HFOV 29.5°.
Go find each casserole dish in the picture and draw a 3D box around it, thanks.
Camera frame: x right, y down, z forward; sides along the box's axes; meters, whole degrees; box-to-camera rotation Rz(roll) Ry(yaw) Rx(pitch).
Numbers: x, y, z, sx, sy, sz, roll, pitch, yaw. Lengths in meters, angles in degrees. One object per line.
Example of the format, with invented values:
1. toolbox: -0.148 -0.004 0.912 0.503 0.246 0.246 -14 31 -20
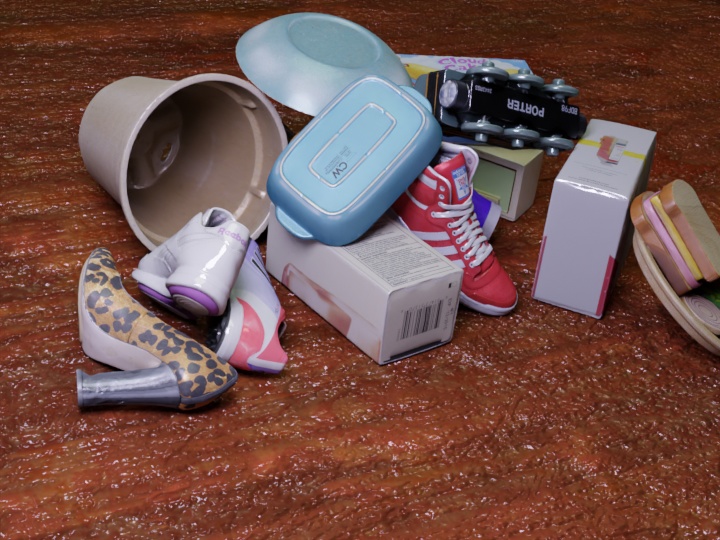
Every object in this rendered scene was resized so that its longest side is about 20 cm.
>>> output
1. casserole dish: -0.007 -0.116 1.349 0.121 0.039 0.200 39 75 18

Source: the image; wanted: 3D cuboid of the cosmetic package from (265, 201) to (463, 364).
1. cosmetic package: 0.000 0.000 1.383 0.103 0.088 0.200 -15 38 -34

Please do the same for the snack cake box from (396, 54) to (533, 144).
1. snack cake box: 0.112 -0.206 1.642 0.198 0.068 0.115 1 32 -11

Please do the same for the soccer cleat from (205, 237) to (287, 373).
1. soccer cleat: -0.106 0.035 1.332 0.073 0.069 0.201 24 25 -14

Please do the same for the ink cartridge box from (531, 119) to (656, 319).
1. ink cartridge box: 0.260 -0.062 1.505 0.083 0.147 0.200 15 29 15

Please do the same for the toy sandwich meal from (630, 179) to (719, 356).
1. toy sandwich meal: 0.356 -0.002 1.410 0.205 0.070 0.206 37 29 -24

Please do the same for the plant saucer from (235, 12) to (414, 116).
1. plant saucer: -0.033 -0.230 1.464 0.199 0.039 0.202 11 38 -9

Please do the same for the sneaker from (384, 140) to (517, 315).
1. sneaker: 0.106 -0.049 1.403 0.200 0.113 0.071 44 45 0

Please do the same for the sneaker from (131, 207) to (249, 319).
1. sneaker: -0.154 -0.007 1.300 0.075 0.100 0.199 33 -13 -23

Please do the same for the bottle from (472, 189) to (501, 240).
1. bottle: 0.063 -0.094 1.551 0.198 0.084 0.065 24 17 -4

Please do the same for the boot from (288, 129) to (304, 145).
1. boot: -0.014 -0.165 1.477 0.199 0.071 0.145 -2 47 -32

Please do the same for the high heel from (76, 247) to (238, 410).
1. high heel: -0.188 0.049 1.258 0.141 0.072 0.201 -1 43 -10

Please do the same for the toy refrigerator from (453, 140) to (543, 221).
1. toy refrigerator: 0.115 -0.134 1.664 0.198 0.077 0.070 22 32 21

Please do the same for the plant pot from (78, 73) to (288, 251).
1. plant pot: -0.207 -0.128 1.476 0.199 0.203 0.183 -12 24 -33

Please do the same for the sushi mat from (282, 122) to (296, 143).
1. sushi mat: -0.109 -0.163 1.603 0.095 0.012 0.200 15 -6 17

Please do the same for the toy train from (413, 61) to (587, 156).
1. toy train: 0.149 -0.171 1.468 0.198 0.086 0.113 7 -3 -37
